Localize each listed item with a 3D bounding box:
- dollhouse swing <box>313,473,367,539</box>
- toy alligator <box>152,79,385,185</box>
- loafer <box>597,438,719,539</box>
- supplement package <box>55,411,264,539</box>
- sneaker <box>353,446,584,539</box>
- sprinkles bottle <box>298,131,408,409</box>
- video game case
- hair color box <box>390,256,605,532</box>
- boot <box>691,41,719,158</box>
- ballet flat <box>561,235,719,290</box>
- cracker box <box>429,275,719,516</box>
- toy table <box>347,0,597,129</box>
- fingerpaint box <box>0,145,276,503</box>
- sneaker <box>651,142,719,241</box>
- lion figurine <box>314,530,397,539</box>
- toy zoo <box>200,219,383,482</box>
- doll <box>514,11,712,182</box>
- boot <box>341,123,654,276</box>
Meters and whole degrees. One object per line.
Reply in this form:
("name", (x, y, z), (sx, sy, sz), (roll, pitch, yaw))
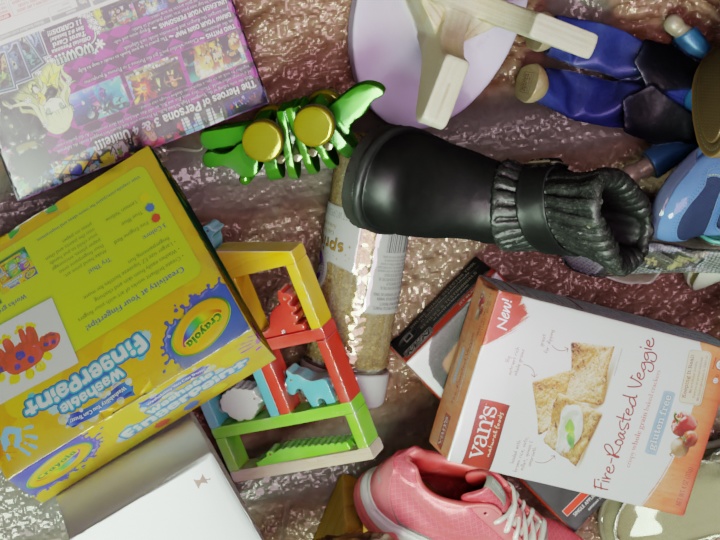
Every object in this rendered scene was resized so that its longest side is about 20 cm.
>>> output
("dollhouse swing", (0.063, 0.279, 1.709), (0.199, 0.176, 0.182), (20, 97, -16))
("toy alligator", (-0.070, -0.088, 1.643), (0.199, 0.059, 0.054), (-16, 105, 12))
("loafer", (0.282, 0.174, 1.784), (0.199, 0.068, 0.076), (-25, 107, 4))
("supplement package", (-0.144, 0.178, 1.623), (0.117, 0.200, 0.117), (-29, 107, -6))
("sneaker", (0.096, 0.191, 1.700), (0.199, 0.074, 0.087), (22, 141, -12))
("sprinkles bottle", (0.000, 0.000, 1.688), (0.068, 0.068, 0.201), (7, 100, -15))
("video game case", (-0.188, -0.170, 1.622), (0.199, 0.036, 0.182), (-23, 106, -8))
("hair color box", (0.127, 0.096, 1.743), (0.102, 0.061, 0.200), (-45, 107, 0))
("boot", (0.336, -0.148, 1.704), (0.155, 0.077, 0.201), (25, 57, -17))
("ballet flat", (0.246, -0.019, 1.752), (0.199, 0.072, 0.072), (2, 102, -14))
("cracker box", (0.166, 0.094, 1.690), (0.199, 0.058, 0.135), (14, 99, -15))
("toy table", (0.072, -0.195, 1.636), (0.183, 0.117, 0.201), (7, 99, -14))
("fingerpaint box", (-0.187, 0.039, 1.596), (0.200, 0.073, 0.167), (-32, 67, 1))
("sneaker", (0.304, -0.058, 1.705), (0.199, 0.082, 0.074), (-19, 141, -31))
("lion figurine", (-0.065, 0.240, 1.650), (0.199, 0.122, 0.073), (-10, 105, 30))
("toy zoo", (-0.075, 0.056, 1.665), (0.131, 0.020, 0.201), (-12, 108, 31))
("doll", (0.218, -0.132, 1.720), (0.199, 0.048, 0.137), (13, 88, -18))
("boot", (0.102, -0.050, 1.612), (0.211, 0.157, 0.080), (3, 100, -52))
